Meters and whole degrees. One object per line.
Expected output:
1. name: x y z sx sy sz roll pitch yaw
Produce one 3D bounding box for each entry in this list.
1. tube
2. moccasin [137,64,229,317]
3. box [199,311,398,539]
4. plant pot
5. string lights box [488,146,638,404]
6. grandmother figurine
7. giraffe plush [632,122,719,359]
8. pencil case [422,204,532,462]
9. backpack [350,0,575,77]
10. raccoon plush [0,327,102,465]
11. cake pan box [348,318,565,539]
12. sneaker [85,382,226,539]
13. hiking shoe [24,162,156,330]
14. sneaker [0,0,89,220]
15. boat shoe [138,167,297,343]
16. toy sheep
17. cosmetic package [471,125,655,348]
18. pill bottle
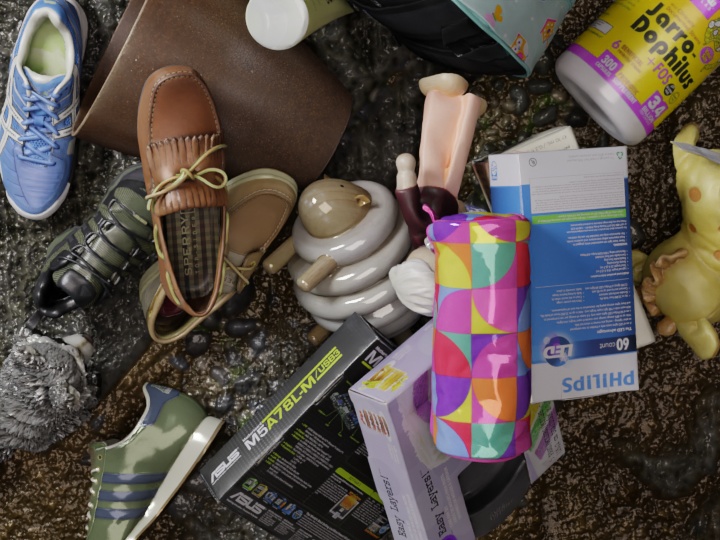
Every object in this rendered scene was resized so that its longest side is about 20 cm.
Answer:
1. tube: -0.051 -0.226 1.254 0.052 0.200 0.058 -11 105 12
2. moccasin: -0.138 -0.061 1.185 0.073 0.078 0.202 -3 112 -18
3. box: -0.010 0.156 1.305 0.193 0.048 0.200 -48 135 2
4. plant pot: -0.115 -0.153 1.279 0.199 0.187 0.188 27 94 -16
5. string lights box: 0.166 0.002 1.231 0.102 0.059 0.201 -5 94 -21
6. grandmother figurine: 0.063 -0.060 1.245 0.060 0.121 0.201 -7 67 38
7. giraffe plush: 0.317 -0.014 1.313 0.199 0.173 0.163 20 116 -13
8. pencil case: 0.092 0.047 1.176 0.088 0.088 0.201 -2 96 -1
9. backpack: 0.083 -0.247 1.233 0.176 0.200 0.153 38 92 -31
10. raccoon plush: -0.293 0.136 1.309 0.096 0.134 0.201 26 94 -4
11. cake pan box: 0.087 0.132 1.283 0.184 0.052 0.201 -35 126 -30
12. sneaker: -0.212 0.190 1.355 0.090 0.067 0.200 37 93 4
13. hiking shoe: -0.210 -0.014 1.277 0.076 0.101 0.200 36 131 -20
14. sneaker: -0.283 -0.144 1.314 0.075 0.077 0.201 5 96 -3
15. boat shoe: -0.120 -0.007 1.294 0.074 0.067 0.200 22 130 -30
16. toy sheep: 0.000 0.000 1.306 0.137 0.138 0.200 -26 130 1
17. cosmetic package: 0.176 -0.019 1.323 0.087 0.103 0.201 -23 93 0
18. pill bottle: 0.272 -0.211 1.307 0.200 0.104 0.104 -45 94 3
